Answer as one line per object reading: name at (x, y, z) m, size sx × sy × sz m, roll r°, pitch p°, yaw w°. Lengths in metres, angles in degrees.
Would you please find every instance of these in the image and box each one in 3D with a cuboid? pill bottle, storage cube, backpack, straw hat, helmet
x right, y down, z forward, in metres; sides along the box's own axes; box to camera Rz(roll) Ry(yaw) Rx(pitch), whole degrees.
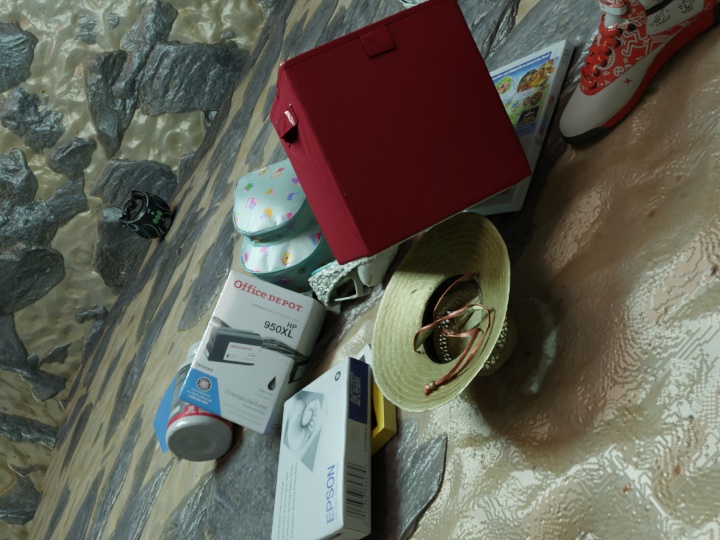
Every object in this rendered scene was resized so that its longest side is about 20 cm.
pill bottle at (-0.277, 0.223, 1.109) m, size 0.111 × 0.110 × 0.201 m, roll -48°, pitch 30°, yaw 29°
storage cube at (0.031, -0.126, 0.616) m, size 0.198 × 0.181 × 0.171 m, roll -25°, pitch 3°, yaw -12°
backpack at (-0.111, -0.071, 0.992) m, size 0.174 × 0.153 × 0.202 m, roll -15°, pitch 64°, yaw 18°
straw hat at (0.098, 0.052, 0.583) m, size 0.201 × 0.084 × 0.203 m, roll -45°, pitch 31°, yaw 37°
helmet at (-0.871, -0.222, 2.558) m, size 0.198 × 0.191 × 0.202 m, roll -9°, pitch 66°, yaw 20°

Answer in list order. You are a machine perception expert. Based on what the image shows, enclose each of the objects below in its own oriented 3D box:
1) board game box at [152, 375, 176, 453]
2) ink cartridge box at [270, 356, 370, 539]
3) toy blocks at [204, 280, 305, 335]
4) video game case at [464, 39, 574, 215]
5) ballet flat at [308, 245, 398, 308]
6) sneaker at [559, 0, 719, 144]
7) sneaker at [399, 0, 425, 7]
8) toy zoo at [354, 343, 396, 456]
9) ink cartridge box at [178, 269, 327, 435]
board game box at (-0.370, 0.289, 1.314) m, size 0.159 × 0.039 × 0.200 m, roll -60°, pitch 30°, yaw -2°
ink cartridge box at (-0.060, 0.229, 0.724) m, size 0.200 × 0.040 × 0.201 m, roll -43°, pitch 33°, yaw 37°
toy blocks at (-0.193, 0.105, 1.029) m, size 0.201 × 0.136 × 0.100 m, roll -57°, pitch 27°, yaw 15°
video game case at (0.164, -0.158, 0.729) m, size 0.143 × 0.018 × 0.202 m, roll -1°, pitch 66°, yaw 63°
ballet flat at (0.000, 0.000, 0.861) m, size 0.200 × 0.071 × 0.072 m, roll -35°, pitch 38°, yaw 49°
sneaker at (0.228, -0.213, 0.554) m, size 0.201 × 0.107 × 0.068 m, roll -46°, pitch 31°, yaw 33°
sneaker at (0.102, -0.497, 1.079) m, size 0.076 × 0.087 × 0.200 m, roll -61°, pitch 27°, yaw 1°
toy zoo at (-0.015, 0.180, 0.754) m, size 0.200 × 0.020 × 0.132 m, roll -51°, pitch 29°, yaw 26°
ink cartridge box at (-0.154, 0.119, 0.916) m, size 0.084 × 0.143 × 0.202 m, roll 59°, pitch -130°, yaw -73°
